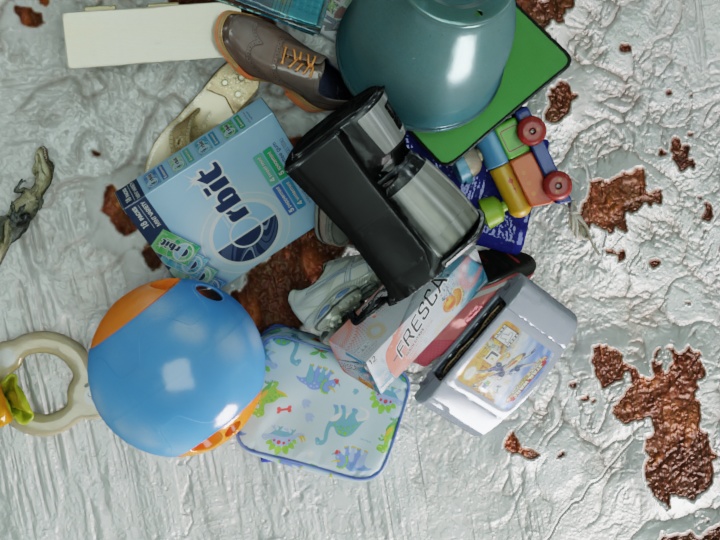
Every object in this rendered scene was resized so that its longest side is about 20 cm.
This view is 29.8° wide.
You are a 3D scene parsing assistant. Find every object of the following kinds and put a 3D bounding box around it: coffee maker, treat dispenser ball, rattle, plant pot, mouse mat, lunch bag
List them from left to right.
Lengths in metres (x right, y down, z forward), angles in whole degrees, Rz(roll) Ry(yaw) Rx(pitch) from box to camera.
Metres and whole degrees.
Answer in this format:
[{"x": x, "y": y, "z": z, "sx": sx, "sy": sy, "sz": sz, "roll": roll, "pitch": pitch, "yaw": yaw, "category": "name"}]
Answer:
[{"x": -0.336, "y": 0.136, "z": 1.563, "sx": 0.199, "sy": 0.143, "sz": 0.131, "roll": 8, "pitch": 79, "yaw": -4, "category": "rattle"}, {"x": -0.206, "y": 0.109, "z": 1.524, "sx": 0.200, "sy": 0.201, "sz": 0.202, "roll": -1, "pitch": 99, "yaw": -9, "category": "treat dispenser ball"}, {"x": -0.051, "y": 0.164, "z": 1.636, "sx": 0.199, "sy": 0.082, "sz": 0.162, "roll": 16, "pitch": 95, "yaw": -11, "category": "lunch bag"}, {"x": 0.008, "y": -0.071, "z": 1.485, "sx": 0.192, "sy": 0.135, "sz": 0.200, "roll": -44, "pitch": 103, "yaw": -8, "category": "coffee maker"}, {"x": 0.084, "y": -0.283, "z": 1.478, "sx": 0.199, "sy": 0.188, "sz": 0.201, "roll": 3, "pitch": 69, "yaw": -9, "category": "plant pot"}, {"x": 0.127, "y": -0.232, "z": 1.591, "sx": 0.200, "sy": 0.008, "sz": 0.161, "roll": -40, "pitch": 63, "yaw": 0, "category": "mouse mat"}]

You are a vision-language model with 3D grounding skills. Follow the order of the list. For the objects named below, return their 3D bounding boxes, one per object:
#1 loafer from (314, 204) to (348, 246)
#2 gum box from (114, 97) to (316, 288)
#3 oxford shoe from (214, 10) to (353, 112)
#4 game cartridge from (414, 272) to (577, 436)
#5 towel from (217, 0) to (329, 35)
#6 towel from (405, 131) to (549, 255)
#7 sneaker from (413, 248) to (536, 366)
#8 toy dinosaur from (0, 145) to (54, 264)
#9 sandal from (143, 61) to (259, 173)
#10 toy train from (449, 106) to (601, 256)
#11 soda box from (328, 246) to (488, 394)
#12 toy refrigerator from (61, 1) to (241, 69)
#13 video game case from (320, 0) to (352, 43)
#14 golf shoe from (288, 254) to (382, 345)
[{"x": 0.005, "y": -0.118, "z": 1.573, "sx": 0.072, "sy": 0.063, "sz": 0.201, "roll": 12, "pitch": 101, "yaw": -47, "category": "loafer"}, {"x": -0.155, "y": -0.077, "z": 1.566, "sx": 0.200, "sy": 0.045, "sz": 0.170, "roll": -34, "pitch": 131, "yaw": -3, "category": "gum box"}, {"x": -0.080, "y": -0.240, "z": 1.528, "sx": 0.200, "sy": 0.073, "sz": 0.072, "roll": 24, "pitch": 76, "yaw": -45, "category": "oxford shoe"}, {"x": 0.172, "y": 0.109, "z": 1.656, "sx": 0.133, "sy": 0.042, "sz": 0.200, "roll": 34, "pitch": 100, "yaw": -34, "category": "game cartridge"}, {"x": -0.089, "y": -0.381, "z": 1.527, "sx": 0.146, "sy": 0.022, "sz": 0.201, "roll": 17, "pitch": 79, "yaw": -12, "category": "towel"}, {"x": 0.118, "y": -0.114, "z": 1.640, "sx": 0.199, "sy": 0.050, "sz": 0.149, "roll": 15, "pitch": 89, "yaw": -10, "category": "towel"}, {"x": 0.131, "y": 0.046, "z": 1.664, "sx": 0.199, "sy": 0.074, "sz": 0.087, "roll": -30, "pitch": 124, "yaw": -5, "category": "sneaker"}, {"x": -0.405, "y": -0.048, "z": 1.545, "sx": 0.047, "sy": 0.088, "sz": 0.201, "roll": 33, "pitch": 92, "yaw": -2, "category": "toy dinosaur"}, {"x": -0.187, "y": -0.155, "z": 1.571, "sx": 0.077, "sy": 0.070, "sz": 0.212, "roll": 33, "pitch": 93, "yaw": -12, "category": "sandal"}, {"x": 0.192, "y": -0.081, "z": 1.593, "sx": 0.115, "sy": 0.085, "sz": 0.201, "roll": -26, "pitch": 97, "yaw": 3, "category": "toy train"}, {"x": 0.057, "y": 0.047, "z": 1.580, "sx": 0.200, "sy": 0.068, "sz": 0.064, "roll": -46, "pitch": 137, "yaw": -20, "category": "soda box"}, {"x": -0.236, "y": -0.272, "z": 1.543, "sx": 0.199, "sy": 0.076, "sz": 0.070, "roll": -6, "pitch": 100, "yaw": -7, "category": "toy refrigerator"}, {"x": -0.031, "y": -0.385, "z": 1.585, "sx": 0.182, "sy": 0.022, "sz": 0.201, "roll": 30, "pitch": 92, "yaw": -12, "category": "video game case"}, {"x": 0.000, "y": 0.000, "z": 1.624, "sx": 0.200, "sy": 0.097, "sz": 0.079, "roll": -36, "pitch": 141, "yaw": -26, "category": "golf shoe"}]
